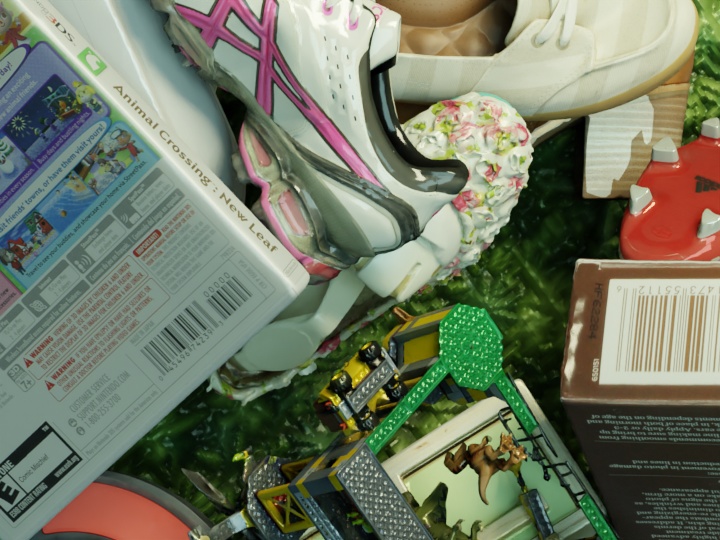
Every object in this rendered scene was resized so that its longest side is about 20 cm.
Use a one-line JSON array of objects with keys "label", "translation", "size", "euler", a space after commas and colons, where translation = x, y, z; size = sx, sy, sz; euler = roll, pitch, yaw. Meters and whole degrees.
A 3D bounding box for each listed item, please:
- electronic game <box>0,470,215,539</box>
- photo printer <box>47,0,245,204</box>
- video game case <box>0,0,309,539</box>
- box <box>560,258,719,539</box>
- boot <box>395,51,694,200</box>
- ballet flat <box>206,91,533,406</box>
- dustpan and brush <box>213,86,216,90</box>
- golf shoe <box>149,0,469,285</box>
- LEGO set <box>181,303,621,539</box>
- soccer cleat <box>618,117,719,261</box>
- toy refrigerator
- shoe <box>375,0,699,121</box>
[{"label": "electronic game", "translation": [-0.127, 0.187, 1.171], "size": [0.199, 0.042, 0.202], "euler": [-4, 80, 23]}, {"label": "photo printer", "translation": [-0.149, -0.078, 1.137], "size": [0.166, 0.069, 0.201], "euler": [-20, 102, 23]}, {"label": "video game case", "translation": [-0.147, -0.002, 1.113], "size": [0.182, 0.022, 0.200], "euler": [46, 120, -5]}, {"label": "box", "translation": [0.158, 0.072, 1.182], "size": [0.099, 0.200, 0.075], "euler": [0, 59, 16]}, {"label": "boot", "translation": [0.056, -0.111, 1.214], "size": [0.198, 0.077, 0.157], "euler": [0, 89, -3]}, {"label": "ballet flat", "translation": [0.000, 0.000, 1.164], "size": [0.076, 0.064, 0.200], "euler": [39, 126, -14]}, {"label": "dustpan and brush", "translation": [-0.066, -0.156, 1.174], "size": [0.139, 0.057, 0.201], "euler": [-21, 139, -48]}, {"label": "golf shoe", "translation": [-0.028, -0.100, 1.095], "size": [0.092, 0.073, 0.201], "euler": [-26, 97, 18]}, {"label": "LEGO set", "translation": [0.022, 0.120, 1.142], "size": [0.200, 0.116, 0.154], "euler": [50, 52, -19]}, {"label": "soccer cleat", "translation": [0.181, -0.041, 1.213], "size": [0.200, 0.068, 0.086], "euler": [-47, 143, -39]}, {"label": "toy refrigerator", "translation": [0.009, 0.137, 1.218], "size": [0.199, 0.070, 0.076], "euler": [-31, 77, -8]}, {"label": "shoe", "translation": [0.048, -0.104, 1.155], "size": [0.198, 0.053, 0.070], "euler": [-3, 74, 4]}]
